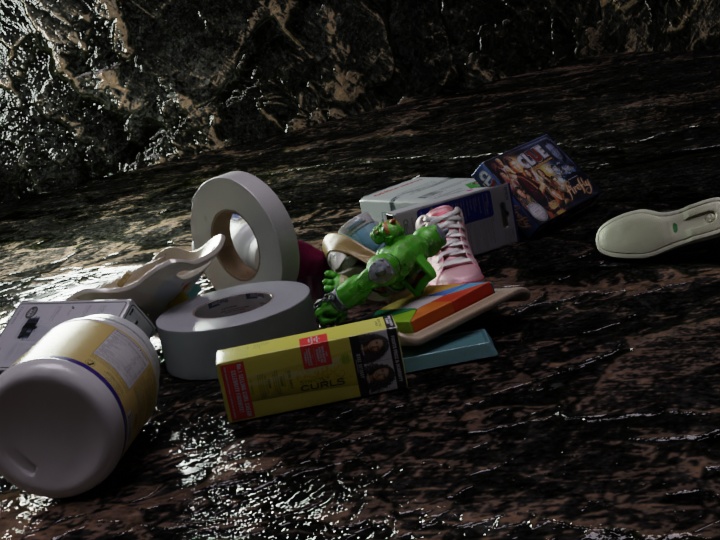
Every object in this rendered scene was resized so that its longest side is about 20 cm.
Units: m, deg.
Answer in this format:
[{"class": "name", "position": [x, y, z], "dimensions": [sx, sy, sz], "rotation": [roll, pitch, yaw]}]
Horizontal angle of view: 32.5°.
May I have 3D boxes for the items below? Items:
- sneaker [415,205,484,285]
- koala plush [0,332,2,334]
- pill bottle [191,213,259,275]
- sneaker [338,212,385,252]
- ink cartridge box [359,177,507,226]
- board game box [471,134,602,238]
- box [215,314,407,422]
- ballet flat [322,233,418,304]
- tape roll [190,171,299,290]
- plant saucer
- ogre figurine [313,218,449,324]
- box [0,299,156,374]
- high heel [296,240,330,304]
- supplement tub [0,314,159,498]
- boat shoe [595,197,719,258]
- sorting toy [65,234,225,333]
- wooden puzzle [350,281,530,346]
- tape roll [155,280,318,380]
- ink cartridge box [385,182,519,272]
[{"class": "sneaker", "position": [0.117, -0.030, 1.702], "dimensions": [0.075, 0.105, 0.200], "rotation": [-10, 15, -4]}, {"class": "koala plush", "position": [-0.577, 0.103, 1.606], "dimensions": [0.184, 0.178, 0.200], "rotation": [-15, 9, 35]}, {"class": "pill bottle", "position": [-0.171, -0.028, 1.893], "dimensions": [0.111, 0.111, 0.200], "rotation": [-19, 16, -29]}, {"class": "sneaker", "position": [0.012, -0.030, 1.881], "dimensions": [0.074, 0.082, 0.200], "rotation": [-32, -8, 5]}, {"class": "ink cartridge box", "position": [0.119, -0.094, 1.992], "dimensions": [0.146, 0.083, 0.200], "rotation": [-22, 18, -36]}, {"class": "board game box", "position": [0.282, -0.137, 1.956], "dimensions": [0.200, 0.136, 0.035], "rotation": [-27, -20, -47]}, {"class": "box", "position": [-0.053, 0.107, 1.348], "dimensions": [0.200, 0.075, 0.050], "rotation": [-10, 14, -1]}, {"class": "ballet flat", "position": [0.000, 0.000, 1.693], "dimensions": [0.063, 0.069, 0.200], "rotation": [-36, 38, -29]}, {"class": "tape roll", "position": [-0.167, -0.041, 1.759], "dimensions": [0.037, 0.203, 0.203], "rotation": [-23, 18, -40]}, {"class": "plant saucer", "position": [0.055, 0.099, 1.414], "dimensions": [0.200, 0.019, 0.070], "rotation": [-12, 13, 1]}, {"class": "ogre figurine", "position": [0.038, -0.004, 1.546], "dimensions": [0.200, 0.098, 0.120], "rotation": [-7, -19, -40]}, {"class": "box", "position": [-0.368, 0.099, 1.551], "dimensions": [0.200, 0.060, 0.117], "rotation": [-3, 48, 32]}, {"class": "high heel", "position": [-0.062, -0.022, 1.819], "dimensions": [0.067, 0.096, 0.200], "rotation": [-6, 15, 20]}, {"class": "supplement tub", "position": [-0.292, 0.132, 1.281], "dimensions": [0.145, 0.146, 0.200], "rotation": [-9, 14, 8]}, {"class": "boat shoe", "position": [0.413, -0.045, 1.651], "dimensions": [0.200, 0.072, 0.068], "rotation": [-10, -24, 34]}, {"class": "sorting toy", "position": [-0.264, 0.016, 1.657], "dimensions": [0.180, 0.107, 0.200], "rotation": [-38, -3, 34]}, {"class": "wooden puzzle", "position": [0.078, 0.050, 1.502], "dimensions": [0.200, 0.037, 0.185], "rotation": [-19, 7, -32]}, {"class": "tape roll", "position": [-0.156, 0.074, 1.576], "dimensions": [0.200, 0.066, 0.200], "rotation": [-11, 14, 3]}, {"class": "ink cartridge box", "position": [0.138, -0.064, 1.832], "dimensions": [0.200, 0.095, 0.037], "rotation": [-16, 14, -20]}]
